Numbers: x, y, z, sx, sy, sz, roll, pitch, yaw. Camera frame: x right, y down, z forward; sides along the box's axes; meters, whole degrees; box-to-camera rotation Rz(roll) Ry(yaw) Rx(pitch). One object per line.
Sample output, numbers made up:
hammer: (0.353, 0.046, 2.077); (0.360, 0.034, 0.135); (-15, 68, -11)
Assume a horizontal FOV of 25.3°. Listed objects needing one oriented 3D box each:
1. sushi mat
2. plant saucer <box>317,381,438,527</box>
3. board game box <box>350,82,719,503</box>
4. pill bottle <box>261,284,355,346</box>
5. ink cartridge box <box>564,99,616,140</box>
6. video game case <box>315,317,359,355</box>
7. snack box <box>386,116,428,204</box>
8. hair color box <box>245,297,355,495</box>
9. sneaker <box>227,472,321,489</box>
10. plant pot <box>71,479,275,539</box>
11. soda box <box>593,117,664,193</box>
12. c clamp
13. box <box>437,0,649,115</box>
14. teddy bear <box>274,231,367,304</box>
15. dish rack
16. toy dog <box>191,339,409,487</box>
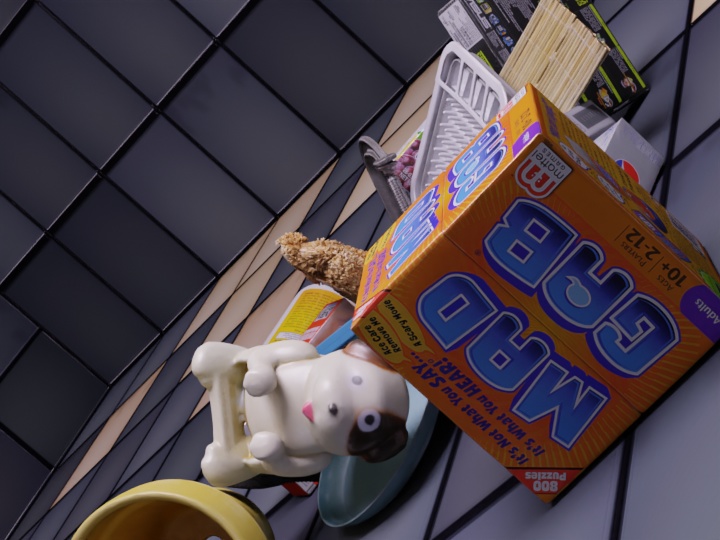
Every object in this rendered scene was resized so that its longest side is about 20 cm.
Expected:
sushi mat: (0.184, -0.188, 1.683); (0.012, 0.096, 0.200); (-17, -32, -41)
plant saucer: (0.022, 0.162, 1.560); (0.200, 0.027, 0.201); (-51, 20, 27)
board game box: (0.136, 0.010, 1.230); (0.200, 0.200, 0.200); (-46, 9, 15)
pill bottle: (-0.054, 0.089, 2.066); (0.113, 0.113, 0.200); (-38, 14, 47)
ink cartridge box: (0.165, -0.076, 1.643); (0.200, 0.044, 0.174); (-30, -22, -51)
video game case: (0.031, 0.074, 1.679); (0.199, 0.018, 0.143); (-8, -22, -42)
snack box: (0.149, -0.131, 1.842); (0.200, 0.169, 0.068); (-50, 7, -5)
hair color box: (-0.047, 0.143, 1.819); (0.200, 0.111, 0.064); (-53, 11, -20)
sneaker: (-0.065, 0.166, 1.656); (0.060, 0.199, 0.105); (-2, 88, 55)
plant pot: (-0.167, 0.293, 1.565); (0.201, 0.201, 0.189); (-46, -5, 12)
soda box: (0.222, -0.055, 1.522); (0.068, 0.063, 0.200); (-40, 13, 44)
c clamp: (0.053, -0.060, 1.757); (0.027, 0.201, 0.171); (-28, 4, -6)
box: (0.207, -0.244, 1.791); (0.193, 0.200, 0.047); (-33, -2, -43)
teddy bear: (0.000, 0.000, 1.774); (0.200, 0.145, 0.067); (21, 81, 45)
dish rack: (0.117, -0.126, 1.704); (0.172, 0.043, 0.201); (-126, 44, -54)
toy dog: (-0.039, 0.134, 1.509); (0.200, 0.193, 0.140); (-11, 74, 51)
